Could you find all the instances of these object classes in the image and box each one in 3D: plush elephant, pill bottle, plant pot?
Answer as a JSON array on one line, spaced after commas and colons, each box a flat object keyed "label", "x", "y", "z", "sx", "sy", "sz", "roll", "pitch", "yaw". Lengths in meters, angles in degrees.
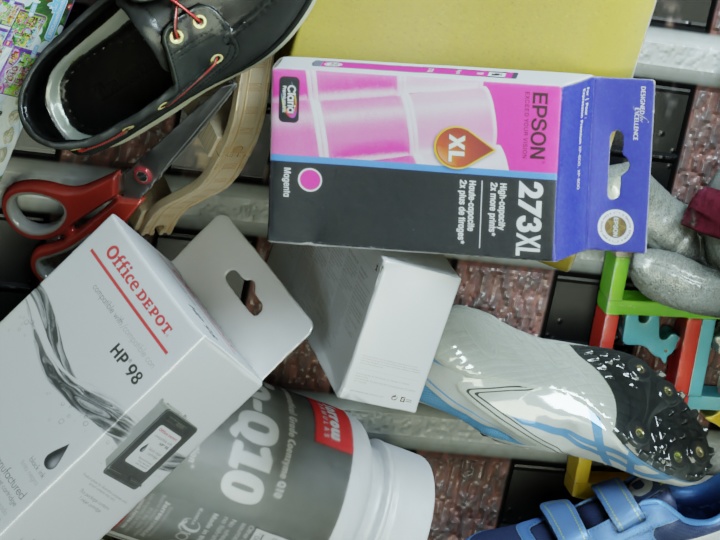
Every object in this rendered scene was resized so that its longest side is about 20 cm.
[{"label": "plush elephant", "x": 0.247, "y": -0.012, "z": 1.732, "sx": 0.164, "sy": 0.155, "sz": 0.201, "roll": -34, "pitch": 107, "yaw": -6}, {"label": "pill bottle", "x": -0.064, "y": 0.122, "z": 1.747, "sx": 0.199, "sy": 0.114, "sz": 0.114, "roll": 20, "pitch": 105, "yaw": -21}, {"label": "plant pot", "x": 0.050, "y": -0.142, "z": 1.640, "sx": 0.175, "sy": 0.200, "sz": 0.201, "roll": 15, "pitch": 107, "yaw": -7}]

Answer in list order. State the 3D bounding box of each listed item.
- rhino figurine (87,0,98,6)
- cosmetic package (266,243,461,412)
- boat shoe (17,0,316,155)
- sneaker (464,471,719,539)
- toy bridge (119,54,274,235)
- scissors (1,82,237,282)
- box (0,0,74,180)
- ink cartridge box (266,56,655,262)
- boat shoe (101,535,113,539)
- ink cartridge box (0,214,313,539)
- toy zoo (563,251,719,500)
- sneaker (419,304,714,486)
[{"label": "rhino figurine", "x": -0.142, "y": -0.197, "z": 1.630, "sx": 0.087, "sy": 0.060, "sz": 0.200, "roll": -39, "pitch": 113, "yaw": 10}, {"label": "cosmetic package", "x": 0.000, "y": 0.000, "z": 1.667, "sx": 0.050, "sy": 0.200, "sz": 0.083, "roll": 11, "pitch": 109, "yaw": -17}, {"label": "boat shoe", "x": -0.095, "y": -0.127, "z": 1.568, "sx": 0.201, "sy": 0.063, "sz": 0.074, "roll": -36, "pitch": 82, "yaw": 23}, {"label": "sneaker", "x": 0.150, "y": 0.161, "z": 1.824, "sx": 0.199, "sy": 0.074, "sz": 0.083, "roll": -4, "pitch": 118, "yaw": -14}, {"label": "toy bridge", "x": -0.080, "y": -0.089, "z": 1.642, "sx": 0.027, "sy": 0.067, "sz": 0.200, "roll": -2, "pitch": 139, "yaw": -33}, {"label": "scissors", "x": -0.122, "y": -0.044, "z": 1.663, "sx": 0.199, "sy": 0.014, "sz": 0.073, "roll": -24, "pitch": 109, "yaw": 35}, {"label": "box", "x": -0.252, "y": -0.096, "z": 1.628, "sx": 0.136, "sy": 0.039, "sz": 0.201, "roll": 15, "pitch": 121, "yaw": -20}, {"label": "ink cartridge box", "x": 0.051, "y": -0.057, "z": 1.554, "sx": 0.199, "sy": 0.037, "sz": 0.095, "roll": 3, "pitch": 106, "yaw": 6}, {"label": "boat shoe", "x": -0.147, "y": 0.206, "z": 1.787, "sx": 0.073, "sy": 0.063, "sz": 0.200, "roll": -40, "pitch": 116, "yaw": 3}, {"label": "ink cartridge box", "x": -0.136, "y": 0.054, "z": 1.640, "sx": 0.200, "sy": 0.116, "sz": 0.067, "roll": -44, "pitch": 140, "yaw": 4}, {"label": "toy zoo", "x": 0.199, "y": 0.076, "z": 1.848, "sx": 0.130, "sy": 0.020, "sz": 0.201, "roll": 4, "pitch": 110, "yaw": -15}, {"label": "sneaker", "x": 0.117, "y": 0.081, "z": 1.798, "sx": 0.199, "sy": 0.072, "sz": 0.073, "roll": 23, "pitch": 141, "yaw": -8}]
